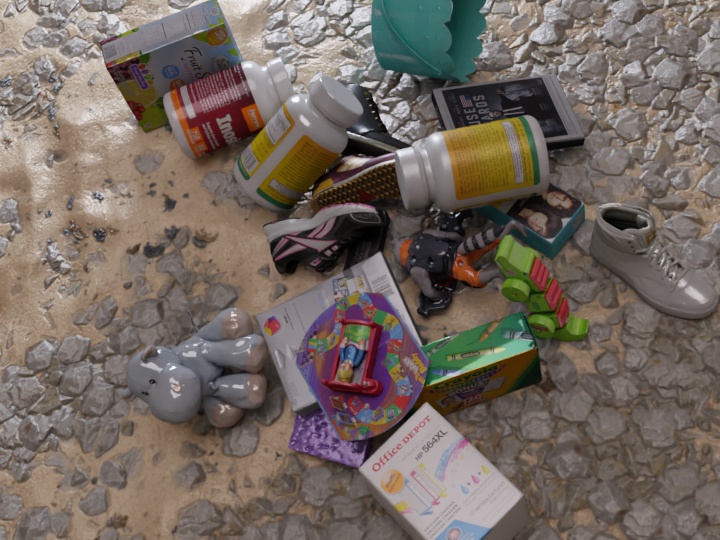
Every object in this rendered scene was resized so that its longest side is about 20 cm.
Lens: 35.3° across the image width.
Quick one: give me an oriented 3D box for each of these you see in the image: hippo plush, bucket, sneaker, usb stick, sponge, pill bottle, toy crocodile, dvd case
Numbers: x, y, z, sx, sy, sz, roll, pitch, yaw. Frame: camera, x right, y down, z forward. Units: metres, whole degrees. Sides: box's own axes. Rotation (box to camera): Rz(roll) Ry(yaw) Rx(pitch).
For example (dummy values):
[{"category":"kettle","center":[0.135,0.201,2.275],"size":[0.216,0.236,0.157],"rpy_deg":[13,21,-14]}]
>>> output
[{"category":"hippo plush","center":[-0.234,0.124,1.546],"size":[0.200,0.160,0.160],"rpy_deg":[45,116,25]},{"category":"bucket","center":[0.108,-0.397,1.759],"size":[0.134,0.207,0.208],"rpy_deg":[6,64,20]},{"category":"sneaker","center":[0.014,-0.148,1.696],"size":[0.199,0.075,0.090],"rpy_deg":[-17,42,19]},{"category":"sneaker","center":[0.022,-0.225,1.752],"size":[0.199,0.075,0.107],"rpy_deg":[23,69,23]},{"category":"usb stick","center":[0.000,0.000,1.664],"size":[0.055,0.033,0.201],"rpy_deg":[3,63,23]},{"category":"sponge","center":[-0.021,0.165,1.565],"size":[0.111,0.030,0.201],"rpy_deg":[11,76,18]},{"category":"pill bottle","center":[0.154,-0.144,1.581],"size":[0.199,0.113,0.113],"rpy_deg":[-12,61,-3]},{"category":"pill bottle","center":[-0.203,-0.264,1.799],"size":[0.199,0.113,0.113],"rpy_deg":[-22,60,1]},{"category":"sneaker","center":[0.399,-0.016,1.540],"size":[0.199,0.116,0.074],"rpy_deg":[33,72,24]},{"category":"toy crocodile","center":[0.241,0.029,1.517],"size":[0.061,0.200,0.068],"rpy_deg":[-6,44,40]},{"category":"pill bottle","center":[-0.090,-0.191,1.692],"size":[0.200,0.112,0.113],"rpy_deg":[-47,58,22]},{"category":"dvd case","center":[0.220,-0.231,1.705],"size":[0.199,0.025,0.151],"rpy_deg":[-8,50,-8]},{"category":"sneaker","center":[-0.047,-0.042,1.667],"size":[0.199,0.080,0.087],"rpy_deg":[-14,80,31]}]

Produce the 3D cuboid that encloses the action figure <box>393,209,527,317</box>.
[{"category":"action figure","center":[0.135,-0.042,1.609],"size":[0.192,0.105,0.201],"rpy_deg":[-5,56,28]}]

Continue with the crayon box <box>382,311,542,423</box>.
[{"category":"crayon box","center":[0.138,0.134,1.513],"size":[0.199,0.119,0.059],"rpy_deg":[-19,60,2]}]

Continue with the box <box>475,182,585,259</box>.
[{"category":"box","center":[0.225,-0.107,1.661],"size":[0.200,0.049,0.082],"rpy_deg":[35,74,26]}]

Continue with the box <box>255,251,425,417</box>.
[{"category":"box","center":[-0.027,0.088,1.554],"size":[0.199,0.041,0.157],"rpy_deg":[-27,66,6]}]

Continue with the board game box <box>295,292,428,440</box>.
[{"category":"board game box","center":[-0.007,0.116,1.473],"size":[0.158,0.039,0.200],"rpy_deg":[-40,57,10]}]

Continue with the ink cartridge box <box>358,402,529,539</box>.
[{"category":"ink cartridge box","center":[0.098,0.279,1.442],"size":[0.128,0.125,0.200],"rpy_deg":[-42,63,-11]}]

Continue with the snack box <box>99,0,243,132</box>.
[{"category":"snack box","center":[-0.292,-0.328,1.820],"size":[0.199,0.169,0.068],"rpy_deg":[-22,58,0]}]
